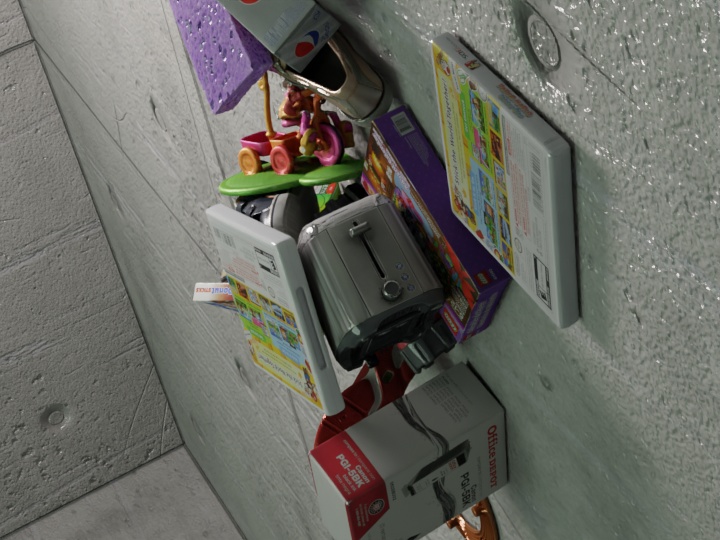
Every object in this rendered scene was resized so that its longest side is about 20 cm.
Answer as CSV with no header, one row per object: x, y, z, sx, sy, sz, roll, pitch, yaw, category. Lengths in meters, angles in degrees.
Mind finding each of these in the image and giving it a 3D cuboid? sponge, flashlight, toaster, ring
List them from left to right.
-0.156,-0.272,1.566,0.112,0.030,0.201,-39,70,57,sponge
0.005,0.013,1.493,0.200,0.113,0.130,104,141,-74,toaster
0.024,0.011,1.598,0.068,0.068,0.200,-40,83,29,flashlight
0.110,0.264,1.873,0.201,0.019,0.201,56,163,27,ring

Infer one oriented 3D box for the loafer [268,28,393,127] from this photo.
-0.044,-0.209,1.494,0.063,0.072,0.200,27,-170,-47,loafer

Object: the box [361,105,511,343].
0.069,-0.042,1.470,0.201,0.039,0.137,59,165,17,box

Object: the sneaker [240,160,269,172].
-0.091,-0.052,1.970,0.090,0.070,0.201,19,136,48,sneaker

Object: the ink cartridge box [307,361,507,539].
0.055,0.210,1.623,0.083,0.199,0.147,48,159,37,ink cartridge box

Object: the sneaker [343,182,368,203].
0.000,0.000,1.687,0.072,0.082,0.201,45,156,50,sneaker

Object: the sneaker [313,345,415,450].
0.018,0.146,1.712,0.078,0.201,0.116,34,171,8,sneaker

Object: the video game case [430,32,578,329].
0.121,-0.075,1.275,0.182,0.023,0.201,51,161,41,video game case

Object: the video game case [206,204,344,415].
-0.087,0.035,1.528,0.200,0.023,0.183,25,134,62,video game case

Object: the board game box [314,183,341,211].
-0.059,-0.003,1.723,0.200,0.047,0.102,-68,-30,-50,board game box

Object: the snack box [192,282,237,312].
-0.098,0.044,1.782,0.072,0.199,0.025,0,78,43,snack box

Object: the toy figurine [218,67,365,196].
-0.083,-0.188,1.625,0.199,0.150,0.185,4,112,48,toy figurine

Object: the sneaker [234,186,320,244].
-0.093,-0.047,1.624,0.200,0.079,0.079,-69,-35,-75,sneaker

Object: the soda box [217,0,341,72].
-0.113,-0.280,1.458,0.200,0.064,0.068,45,-172,21,soda box

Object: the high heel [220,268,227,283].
-0.081,0.022,1.828,0.071,0.200,0.143,-10,105,41,high heel
